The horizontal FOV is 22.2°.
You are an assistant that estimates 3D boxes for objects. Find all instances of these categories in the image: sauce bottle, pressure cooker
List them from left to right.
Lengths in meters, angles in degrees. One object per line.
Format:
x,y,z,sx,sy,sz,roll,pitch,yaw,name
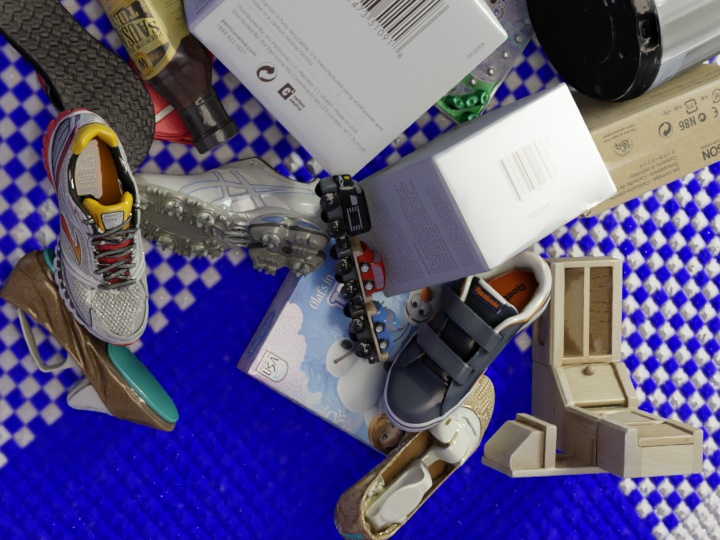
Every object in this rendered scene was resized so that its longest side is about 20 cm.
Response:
-0.169,-0.197,1.578,0.066,0.066,0.201,-32,98,-13,sauce bottle
0.270,-0.261,1.666,0.199,0.175,0.180,-27,110,-24,pressure cooker

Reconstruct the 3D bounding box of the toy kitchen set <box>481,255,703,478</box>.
0.195,0.089,1.681,0.161,0.200,0.183,-2,96,-19,toy kitchen set

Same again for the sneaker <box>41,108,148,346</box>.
-0.219,-0.033,1.535,0.077,0.082,0.202,-17,103,-21,sneaker

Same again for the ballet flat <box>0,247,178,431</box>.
-0.243,0.074,1.605,0.072,0.068,0.201,-35,106,8,ballet flat

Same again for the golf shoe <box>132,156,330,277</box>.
-0.121,-0.062,1.638,0.198,0.079,0.098,15,53,-9,golf shoe

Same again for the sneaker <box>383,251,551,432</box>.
0.094,0.055,1.653,0.078,0.080,0.200,39,74,15,sneaker

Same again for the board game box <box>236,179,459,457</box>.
0.018,0.052,1.700,0.198,0.043,0.201,31,85,-19,board game box

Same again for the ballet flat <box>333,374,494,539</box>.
0.061,0.176,1.672,0.200,0.065,0.071,-47,111,-11,ballet flat

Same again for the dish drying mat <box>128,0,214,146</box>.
-0.162,-0.214,1.622,0.076,0.018,0.203,7,93,-19,dish drying mat

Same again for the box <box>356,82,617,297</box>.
0.096,-0.066,1.593,0.151,0.200,0.107,-30,96,-25,box

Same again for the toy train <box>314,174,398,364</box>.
0.000,0.000,1.610,0.045,0.034,0.202,-15,126,-4,toy train

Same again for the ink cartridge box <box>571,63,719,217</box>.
0.244,-0.125,1.696,0.198,0.165,0.076,-23,105,-15,ink cartridge box

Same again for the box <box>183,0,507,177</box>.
-0.017,-0.223,1.573,0.200,0.131,0.199,-41,115,10,box

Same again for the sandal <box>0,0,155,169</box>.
-0.248,-0.174,1.587,0.075,0.045,0.201,-41,97,-15,sandal

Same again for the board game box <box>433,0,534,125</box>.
0.084,-0.268,1.699,0.199,0.026,0.201,36,83,-19,board game box
